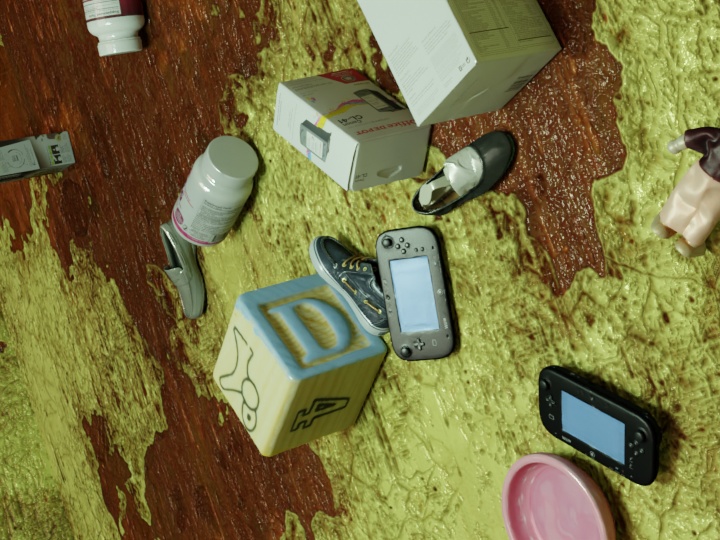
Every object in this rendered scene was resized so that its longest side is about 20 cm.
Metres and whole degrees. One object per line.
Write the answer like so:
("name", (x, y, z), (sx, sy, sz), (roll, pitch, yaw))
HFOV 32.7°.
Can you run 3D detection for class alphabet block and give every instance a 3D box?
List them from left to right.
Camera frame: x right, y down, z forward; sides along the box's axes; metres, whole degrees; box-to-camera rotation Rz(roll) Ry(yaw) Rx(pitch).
("alphabet block", (-0.103, 0.151, 2.012), (0.196, 0.195, 0.201), (54, 140, 29))

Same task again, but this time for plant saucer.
("plant saucer", (0.277, 0.342, 1.675), (0.200, 0.050, 0.203), (24, 121, 47))

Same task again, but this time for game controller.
("game controller", (0.083, 0.035, 1.823), (0.104, 0.042, 0.202), (-5, 99, 34))
("game controller", (0.305, 0.198, 1.578), (0.199, 0.042, 0.105), (28, 123, 48))

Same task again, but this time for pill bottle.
("pill bottle", (-0.479, -0.521, 2.366), (0.113, 0.112, 0.202), (4, 106, 54))
("pill bottle", (-0.259, -0.143, 2.194), (0.114, 0.113, 0.200), (60, 142, 21))

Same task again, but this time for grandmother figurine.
("grandmother figurine", (0.393, -0.111, 1.348), (0.121, 0.061, 0.201), (34, 131, 8))

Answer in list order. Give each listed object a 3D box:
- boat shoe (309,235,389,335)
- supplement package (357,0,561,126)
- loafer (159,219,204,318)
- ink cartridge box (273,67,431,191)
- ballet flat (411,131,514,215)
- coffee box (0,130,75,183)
("boat shoe", (0.000, 0.000, 1.929), (0.201, 0.070, 0.091), (50, 137, 21))
("supplement package", (0.122, -0.318, 1.564), (0.152, 0.150, 0.201), (-43, 68, 52))
("loafer", (-0.355, -0.001, 2.417), (0.070, 0.069, 0.202), (-1, 101, 54))
("ink cartridge box", (-0.014, -0.210, 1.798), (0.200, 0.147, 0.086), (40, 133, 38))
("ballet flat", (0.135, -0.124, 1.689), (0.200, 0.068, 0.068), (-43, 67, 52))
("coffee box", (-0.768, -0.255, 2.790), (0.113, 0.199, 0.081), (-15, 91, 55))
